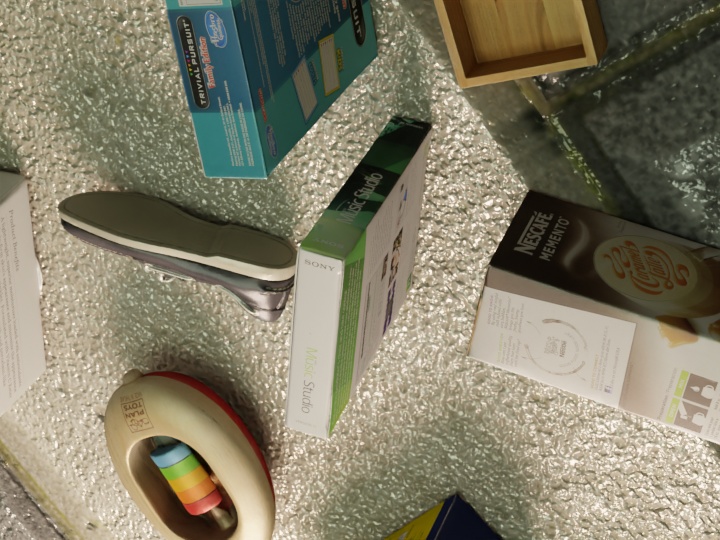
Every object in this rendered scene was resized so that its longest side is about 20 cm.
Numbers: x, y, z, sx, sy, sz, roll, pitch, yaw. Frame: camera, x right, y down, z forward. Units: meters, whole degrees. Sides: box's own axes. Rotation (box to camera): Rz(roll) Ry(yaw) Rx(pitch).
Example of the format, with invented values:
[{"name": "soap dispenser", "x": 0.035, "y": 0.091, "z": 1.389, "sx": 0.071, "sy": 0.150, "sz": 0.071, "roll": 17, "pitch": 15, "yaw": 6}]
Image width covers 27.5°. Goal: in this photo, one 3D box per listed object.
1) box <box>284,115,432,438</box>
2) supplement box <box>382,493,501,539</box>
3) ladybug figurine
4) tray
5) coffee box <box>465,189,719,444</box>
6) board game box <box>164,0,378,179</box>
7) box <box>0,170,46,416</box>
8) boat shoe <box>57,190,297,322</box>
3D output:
[{"name": "box", "x": 0.000, "y": 0.000, "z": 1.017, "sx": 0.036, "sy": 0.200, "sz": 0.145, "roll": 13, "pitch": 123, "yaw": 12}, {"name": "supplement box", "x": 0.036, "y": 0.298, "z": 1.236, "sx": 0.109, "sy": 0.110, "sz": 0.200, "roll": 45, "pitch": 127, "yaw": -7}, {"name": "ladybug figurine", "x": -0.139, "y": 0.162, "z": 1.255, "sx": 0.135, "sy": 0.072, "sz": 0.201, "roll": -16, "pitch": 112, "yaw": 31}, {"name": "tray", "x": 0.086, "y": -0.223, "z": 0.948, "sx": 0.098, "sy": 0.037, "sz": 0.201, "roll": -6, "pitch": 115, "yaw": 27}, {"name": "coffee box", "x": 0.187, "y": 0.031, "z": 1.008, "sx": 0.199, "sy": 0.114, "sz": 0.080, "roll": 18, "pitch": 125, "yaw": 12}, {"name": "board game box", "x": -0.054, "y": -0.170, "z": 0.938, "sx": 0.047, "sy": 0.200, "sz": 0.152, "roll": 2, "pitch": 120, "yaw": 22}, {"name": "box", "x": -0.386, "y": 0.015, "z": 1.238, "sx": 0.199, "sy": 0.131, "sz": 0.200, "roll": 13, "pitch": 124, "yaw": 17}, {"name": "boat shoe", "x": -0.147, "y": -0.009, "z": 1.157, "sx": 0.199, "sy": 0.073, "sz": 0.063, "roll": 16, "pitch": 121, "yaw": 9}]
